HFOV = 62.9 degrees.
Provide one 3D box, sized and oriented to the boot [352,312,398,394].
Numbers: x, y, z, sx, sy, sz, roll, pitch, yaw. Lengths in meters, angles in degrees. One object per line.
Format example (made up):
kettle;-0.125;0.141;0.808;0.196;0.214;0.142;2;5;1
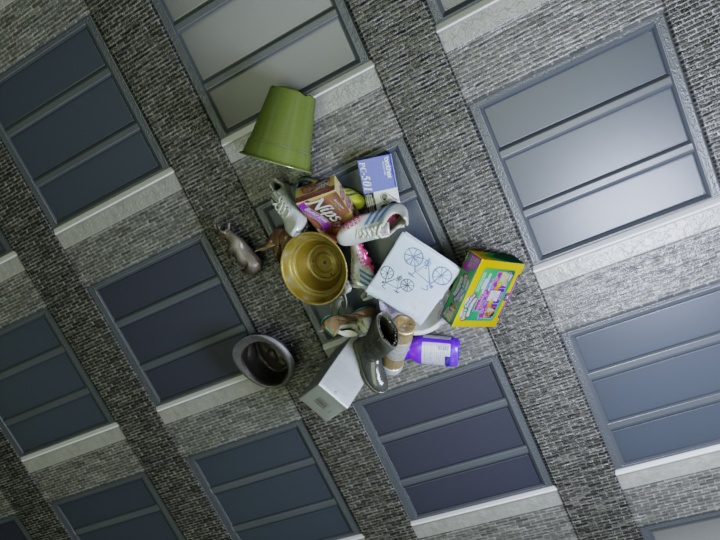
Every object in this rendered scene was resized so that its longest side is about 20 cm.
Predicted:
boot;0.057;0.223;1.560;0.183;0.072;0.200;61;145;10

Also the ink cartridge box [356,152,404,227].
ink cartridge box;0.055;-0.207;1.585;0.093;0.044;0.202;-11;105;4

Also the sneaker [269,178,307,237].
sneaker;-0.203;-0.168;1.583;0.074;0.201;0.087;-41;137;19

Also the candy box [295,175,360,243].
candy box;-0.077;-0.157;1.573;0.116;0.057;0.200;-16;144;17

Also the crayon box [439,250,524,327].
crayon box;0.322;0.052;1.557;0.171;0.058;0.201;5;116;-36

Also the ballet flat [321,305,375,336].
ballet flat;-0.019;0.150;1.646;0.072;0.199;0.068;50;126;29

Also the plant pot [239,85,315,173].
plant pot;-0.197;-0.372;1.536;0.198;0.200;0.192;16;98;7

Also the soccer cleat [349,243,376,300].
soccer cleat;0.000;0.000;1.637;0.086;0.070;0.201;-26;116;1

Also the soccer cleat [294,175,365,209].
soccer cleat;-0.086;-0.203;1.601;0.198;0.084;0.065;19;109;0

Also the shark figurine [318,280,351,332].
shark figurine;-0.082;0.075;1.693;0.089;0.129;0.215;6;138;-11

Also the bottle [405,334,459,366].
bottle;0.185;0.227;1.694;0.198;0.065;0.084;3;108;12

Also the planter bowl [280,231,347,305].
planter bowl;-0.113;-0.014;1.606;0.198;0.083;0.202;6;107;20

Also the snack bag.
snack bag;0.138;0.027;1.549;0.188;0.021;0.201;32;108;-3

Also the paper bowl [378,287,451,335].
paper bowl;0.152;0.068;1.625;0.199;0.104;0.203;3;108;8

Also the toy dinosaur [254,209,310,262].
toy dinosaur;-0.208;-0.099;1.671;0.198;0.086;0.137;-4;99;28

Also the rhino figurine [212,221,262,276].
rhino figurine;-0.358;-0.065;1.705;0.200;0.060;0.087;51;147;-9

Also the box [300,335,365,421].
box;-0.056;0.304;1.677;0.106;0.200;0.152;40;143;-3

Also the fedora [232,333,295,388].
fedora;-0.283;0.261;1.796;0.200;0.090;0.177;42;113;-10

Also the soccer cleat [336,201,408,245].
soccer cleat;0.032;-0.112;1.527;0.199;0.087;0.070;-27;130;5

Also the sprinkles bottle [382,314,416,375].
sprinkles bottle;0.100;0.205;1.601;0.068;0.069;0.201;19;137;6
